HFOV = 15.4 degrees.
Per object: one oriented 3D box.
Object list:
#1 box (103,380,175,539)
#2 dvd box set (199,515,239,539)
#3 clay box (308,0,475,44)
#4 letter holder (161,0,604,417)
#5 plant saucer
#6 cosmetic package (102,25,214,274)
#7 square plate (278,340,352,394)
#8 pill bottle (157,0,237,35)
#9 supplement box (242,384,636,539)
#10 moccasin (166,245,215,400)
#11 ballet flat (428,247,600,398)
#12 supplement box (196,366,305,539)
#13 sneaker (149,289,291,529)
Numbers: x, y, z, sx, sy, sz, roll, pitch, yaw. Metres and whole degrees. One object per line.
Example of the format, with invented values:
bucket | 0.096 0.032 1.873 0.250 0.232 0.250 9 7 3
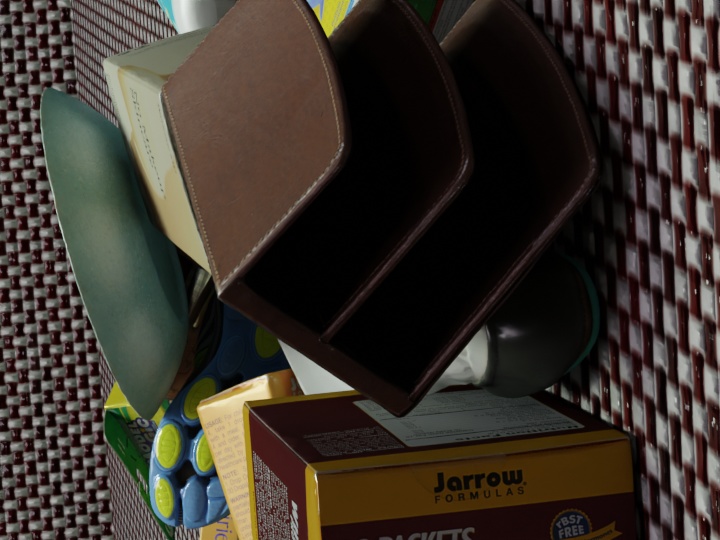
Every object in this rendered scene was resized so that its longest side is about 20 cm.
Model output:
box | -0.113 0.082 1.826 0.118 0.048 0.200 62 -147 -34
dvd box set | -0.071 0.101 1.757 0.146 0.029 0.201 -11 -73 -81
clay box | -0.001 -0.152 1.323 0.200 0.047 0.115 -115 40 -54
letter holder | 0.007 -0.061 1.121 0.142 0.100 0.200 -48 26 15
plant saucer | -0.134 -0.014 1.538 0.201 0.039 0.202 -16 -90 -86
cosmetic package | -0.077 -0.067 1.413 0.200 0.071 0.106 -150 42 -75
square plate | 0.009 -0.003 1.382 0.200 0.028 0.199 -120 37 -49
pill bottle | -0.068 -0.179 1.600 0.200 0.110 0.111 -124 30 -70
supplement box | 0.034 0.161 1.162 0.200 0.132 0.198 -156 61 -78
moccasin | -0.101 -0.018 1.649 0.074 0.078 0.202 35 110 46
ballet flat | 0.039 0.025 1.181 0.200 0.068 0.068 172 89 -72
supplement box | -0.020 0.153 1.480 0.069 0.066 0.201 -27 80 43
sneaker | -0.069 0.061 1.586 0.083 0.071 0.200 88 -161 -77
